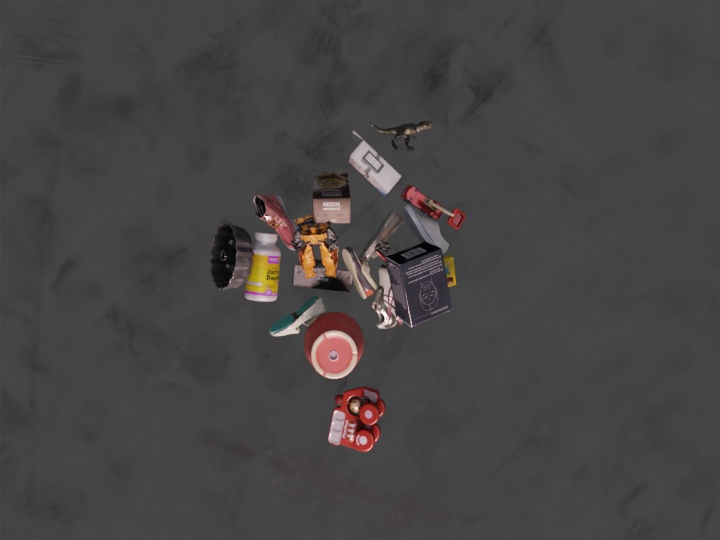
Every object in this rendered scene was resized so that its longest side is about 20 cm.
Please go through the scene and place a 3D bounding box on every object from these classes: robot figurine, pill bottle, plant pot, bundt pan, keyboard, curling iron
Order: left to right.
[{"bbox_3d":[-0.383,-0.042,1.582,0.074,0.200,0.208,4,95,-37],"label":"bundt pan"},{"bbox_3d":[-0.300,-0.013,1.619,0.101,0.104,0.206,5,94,-4],"label":"pill bottle"},{"bbox_3d":[-0.130,-0.061,1.558,0.141,0.059,0.203,-4,134,1],"label":"robot figurine"},{"bbox_3d":[-0.118,0.007,1.675,0.194,0.040,0.107,7,116,-5],"label":"keyboard"},{"bbox_3d":[-0.081,0.240,1.614,0.194,0.177,0.207,0,95,-3],"label":"plant pot"},{"bbox_3d":[0.110,-0.019,1.647,0.049,0.026,0.200,-24,124,28],"label":"curling iron"}]

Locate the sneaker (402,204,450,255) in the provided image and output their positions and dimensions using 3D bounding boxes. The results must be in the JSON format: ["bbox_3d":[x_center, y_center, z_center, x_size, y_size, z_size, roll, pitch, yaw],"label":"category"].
[{"bbox_3d":[0.210,-0.134,1.666,0.070,0.073,0.201,-40,104,-9],"label":"sneaker"}]

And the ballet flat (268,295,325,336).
[{"bbox_3d":[-0.194,0.160,1.659,0.198,0.072,0.073,-35,95,0],"label":"ballet flat"}]

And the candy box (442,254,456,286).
[{"bbox_3d":[0.206,0.024,1.669,0.195,0.027,0.105,-16,117,-5],"label":"candy box"}]

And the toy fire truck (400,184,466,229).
[{"bbox_3d":[0.220,-0.199,1.620,0.197,0.141,0.049,32,92,-5],"label":"toy fire truck"}]

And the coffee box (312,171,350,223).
[{"bbox_3d":[-0.087,-0.221,1.565,0.110,0.202,0.082,-1,122,-4],"label":"coffee box"}]

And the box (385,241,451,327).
[{"bbox_3d":[0.175,0.039,1.577,0.145,0.107,0.205,-19,111,-18],"label":"box"}]

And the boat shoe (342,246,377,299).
[{"bbox_3d":[0.000,0.000,1.625,0.062,0.071,0.203,-31,128,-10],"label":"boat shoe"}]

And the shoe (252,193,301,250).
[{"bbox_3d":[-0.256,-0.147,1.583,0.071,0.090,0.203,-43,65,33],"label":"shoe"}]

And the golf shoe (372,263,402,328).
[{"bbox_3d":[0.079,0.085,1.645,0.086,0.077,0.206,-16,102,-20],"label":"golf shoe"}]

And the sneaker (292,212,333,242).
[{"bbox_3d":[-0.131,-0.146,1.639,0.195,0.078,0.079,-19,96,8],"label":"sneaker"}]

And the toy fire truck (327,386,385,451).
[{"bbox_3d":[-0.015,0.472,1.677,0.163,0.112,0.206,12,92,15],"label":"toy fire truck"}]

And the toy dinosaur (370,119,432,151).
[{"bbox_3d":[0.130,-0.424,1.648,0.194,0.048,0.091,-4,80,-3],"label":"toy dinosaur"}]

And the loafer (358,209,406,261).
[{"bbox_3d":[0.071,-0.095,1.656,0.062,0.072,0.202,36,88,-11],"label":"loafer"}]

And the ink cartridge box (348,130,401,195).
[{"bbox_3d":[0.028,-0.328,1.612,0.199,0.116,0.068,43,89,-5],"label":"ink cartridge box"}]
